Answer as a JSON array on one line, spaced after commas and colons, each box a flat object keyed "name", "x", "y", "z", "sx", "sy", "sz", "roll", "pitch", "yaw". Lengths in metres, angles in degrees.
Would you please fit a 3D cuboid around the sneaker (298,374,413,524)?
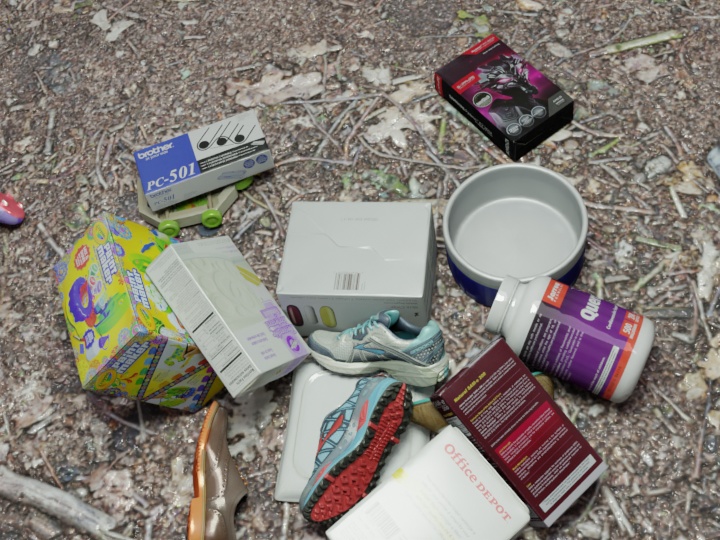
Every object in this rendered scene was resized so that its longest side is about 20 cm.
[{"name": "sneaker", "x": -0.015, "y": 0.220, "z": 1.248, "sx": 0.201, "sy": 0.079, "sz": 0.095, "roll": -54, "pitch": 34, "yaw": -14}]

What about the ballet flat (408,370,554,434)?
[{"name": "ballet flat", "x": 0.156, "y": 0.183, "z": 1.267, "sx": 0.197, "sy": 0.068, "sz": 0.073, "roll": -11, "pitch": 68, "yaw": -12}]

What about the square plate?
[{"name": "square plate", "x": -0.006, "y": 0.203, "z": 1.305, "sx": 0.195, "sy": 0.029, "sz": 0.202, "roll": 0, "pitch": 57, "yaw": 11}]

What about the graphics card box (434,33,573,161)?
[{"name": "graphics card box", "x": 0.221, "y": -0.272, "z": 1.565, "sx": 0.125, "sy": 0.051, "sz": 0.200, "roll": -33, "pitch": 59, "yaw": -13}]

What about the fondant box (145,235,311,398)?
[{"name": "fondant box", "x": -0.168, "y": 0.054, "z": 1.302, "sx": 0.058, "sy": 0.144, "sz": 0.201, "roll": -40, "pitch": 80, "yaw": 22}]

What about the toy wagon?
[{"name": "toy wagon", "x": -0.247, "y": -0.131, "z": 1.560, "sx": 0.197, "sy": 0.040, "sz": 0.157, "roll": -13, "pitch": 56, "yaw": 0}]

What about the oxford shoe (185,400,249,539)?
[{"name": "oxford shoe", "x": -0.178, "y": 0.265, "z": 1.280, "sx": 0.072, "sy": 0.072, "sz": 0.203, "roll": 7, "pitch": 61, "yaw": -9}]

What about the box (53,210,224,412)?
[{"name": "box", "x": -0.276, "y": 0.057, "z": 1.329, "sx": 0.122, "sy": 0.192, "sz": 0.202, "roll": -41, "pitch": 52, "yaw": 21}]

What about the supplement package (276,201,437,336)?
[{"name": "supplement package", "x": 0.000, "y": 0.000, "z": 1.386, "sx": 0.197, "sy": 0.111, "sz": 0.158, "roll": 1, "pitch": 56, "yaw": 11}]

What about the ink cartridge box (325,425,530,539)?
[{"name": "ink cartridge box", "x": 0.079, "y": 0.305, "z": 1.177, "sx": 0.199, "sy": 0.084, "sz": 0.145, "roll": -37, "pitch": 69, "yaw": -15}]

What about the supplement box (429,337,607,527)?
[{"name": "supplement box", "x": 0.188, "y": 0.195, "z": 1.208, "sx": 0.108, "sy": 0.061, "sz": 0.201, "roll": -38, "pitch": 87, "yaw": -16}]

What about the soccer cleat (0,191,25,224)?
[{"name": "soccer cleat", "x": -0.616, "y": -0.108, "z": 1.603, "sx": 0.198, "sy": 0.067, "sz": 0.077, "roll": 28, "pitch": 96, "yaw": 19}]

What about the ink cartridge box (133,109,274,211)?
[{"name": "ink cartridge box", "x": -0.238, "y": -0.168, "z": 1.531, "sx": 0.197, "sy": 0.044, "sz": 0.095, "roll": -21, "pitch": 54, "yaw": -5}]

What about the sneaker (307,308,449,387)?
[{"name": "sneaker", "x": 0.022, "y": 0.087, "z": 1.322, "sx": 0.197, "sy": 0.088, "sz": 0.078, "roll": 6, "pitch": 26, "yaw": 21}]

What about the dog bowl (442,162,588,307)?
[{"name": "dog bowl", "x": 0.215, "y": -0.047, "z": 1.400, "sx": 0.197, "sy": 0.079, "sz": 0.203, "roll": -5, "pitch": 56, "yaw": 7}]

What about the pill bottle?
[{"name": "pill bottle", "x": 0.262, "y": 0.079, "z": 1.271, "sx": 0.198, "sy": 0.113, "sz": 0.113, "roll": 23, "pitch": 63, "yaw": 11}]
